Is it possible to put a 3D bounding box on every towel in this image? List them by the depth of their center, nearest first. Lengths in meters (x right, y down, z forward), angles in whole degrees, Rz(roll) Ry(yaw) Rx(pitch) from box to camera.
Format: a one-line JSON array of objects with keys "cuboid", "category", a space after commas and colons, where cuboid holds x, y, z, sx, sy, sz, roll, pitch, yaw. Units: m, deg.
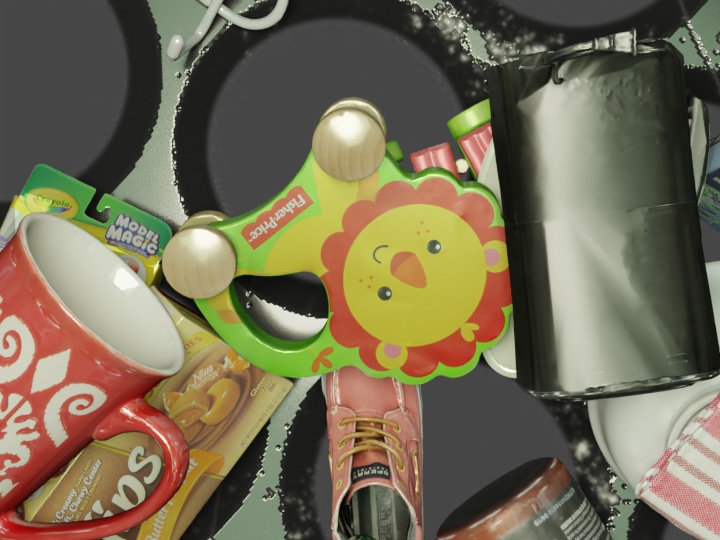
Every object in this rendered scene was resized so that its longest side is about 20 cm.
[{"cuboid": [0.285, 0.103, 0.910, 0.146, 0.030, 0.200, 33, 113, -7], "category": "towel"}]

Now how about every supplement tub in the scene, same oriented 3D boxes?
[{"cuboid": [0.144, 0.235, 1.008, 0.107, 0.107, 0.200, -33, 89, 2], "category": "supplement tub"}]

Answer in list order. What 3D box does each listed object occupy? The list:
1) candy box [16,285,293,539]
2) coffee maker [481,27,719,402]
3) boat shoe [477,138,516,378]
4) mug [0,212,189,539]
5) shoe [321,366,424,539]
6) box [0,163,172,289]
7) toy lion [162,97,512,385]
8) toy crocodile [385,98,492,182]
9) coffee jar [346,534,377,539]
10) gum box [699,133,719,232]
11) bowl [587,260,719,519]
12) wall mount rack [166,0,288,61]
[{"cuboid": [-0.152, 0.123, 1.014, 0.115, 0.055, 0.200, 36, 93, -40], "category": "candy box"}, {"cuboid": [0.135, -0.027, 0.871, 0.134, 0.192, 0.201, -8, 91, 21], "category": "coffee maker"}, {"cuboid": [0.118, -0.030, 1.011, 0.072, 0.062, 0.201, 8, 104, 15], "category": "boat shoe"}, {"cuboid": [-0.215, 0.094, 0.911, 0.200, 0.133, 0.178, -43, 56, 12], "category": "mug"}, {"cuboid": [0.011, 0.124, 1.019, 0.071, 0.091, 0.201, -6, 90, 2], "category": "shoe"}, {"cuboid": [-0.219, 0.036, 1.050, 0.117, 0.048, 0.201, 26, 94, 2], "category": "box"}, {"cuboid": [0.000, 0.000, 0.977, 0.200, 0.069, 0.192, -37, 99, 9], "category": "toy lion"}, {"cuboid": [0.058, -0.069, 1.030, 0.199, 0.062, 0.068, -23, 90, 2], "category": "toy crocodile"}, {"cuboid": [0.059, 0.253, 0.915, 0.199, 0.085, 0.105, 28, 67, 0], "category": "coffee jar"}, {"cuboid": [0.307, -0.019, 0.967, 0.200, 0.170, 0.045, 35, 88, 1], "category": "gum box"}, {"cuboid": [0.248, 0.101, 0.977, 0.200, 0.090, 0.202, 4, 112, 9], "category": "bowl"}, {"cuboid": [-0.131, -0.244, 0.998, 0.200, 0.075, 0.174, 36, 129, 2], "category": "wall mount rack"}]
